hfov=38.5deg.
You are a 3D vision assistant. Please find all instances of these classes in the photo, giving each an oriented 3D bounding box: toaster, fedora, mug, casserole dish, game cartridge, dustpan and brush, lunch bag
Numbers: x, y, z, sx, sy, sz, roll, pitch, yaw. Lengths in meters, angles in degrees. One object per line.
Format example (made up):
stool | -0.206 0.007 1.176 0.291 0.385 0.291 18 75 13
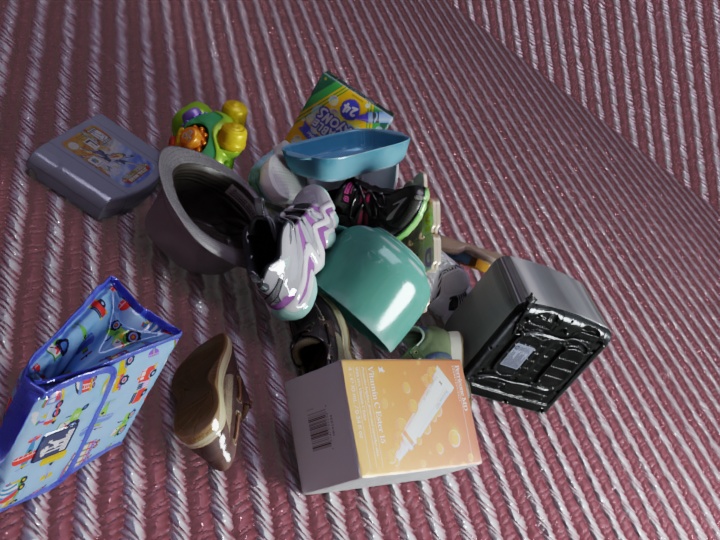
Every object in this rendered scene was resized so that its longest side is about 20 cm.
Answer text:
toaster | 0.235 0.089 1.454 0.179 0.201 0.119 17 35 -29
fedora | -0.202 -0.060 1.308 0.199 0.090 0.178 13 46 -51
mug | 0.006 0.004 1.347 0.185 0.115 0.152 43 -7 -16
casserole dish | -0.019 -0.162 1.441 0.198 0.039 0.120 -20 27 -40
game cartridge | -0.337 -0.139 1.367 0.132 0.042 0.200 29 27 0
dustpan and brush | -0.012 -0.079 1.513 0.137 0.203 0.057 -1 4 7
lunch bag | -0.265 0.116 0.895 0.094 0.151 0.200 36 27 6

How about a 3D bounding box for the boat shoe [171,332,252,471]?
boat shoe | -0.153 0.140 1.096 0.072 0.072 0.200 56 6 -24

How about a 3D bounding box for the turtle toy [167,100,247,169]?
turtle toy | -0.220 -0.171 1.447 0.100 0.147 0.201 10 30 -13

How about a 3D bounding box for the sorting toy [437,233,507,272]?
sorting toy | 0.122 -0.039 1.627 0.183 0.037 0.199 20 4 31

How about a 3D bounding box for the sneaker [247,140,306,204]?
sneaker | -0.125 -0.121 1.460 0.074 0.082 0.200 49 14 -10

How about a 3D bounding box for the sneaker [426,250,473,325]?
sneaker | 0.121 0.021 1.527 0.200 0.075 0.115 52 3 -40

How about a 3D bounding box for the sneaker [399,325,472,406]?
sneaker | 0.091 0.142 1.363 0.089 0.068 0.201 16 32 -10

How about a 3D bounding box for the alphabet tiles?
alphabet tiles | 0.067 -0.032 1.458 0.014 0.200 0.199 4 77 -20

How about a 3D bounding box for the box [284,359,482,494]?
box | 0.027 0.171 1.146 0.198 0.097 0.126 4 69 -45

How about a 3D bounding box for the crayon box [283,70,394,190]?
crayon box | -0.051 -0.182 1.567 0.125 0.201 0.052 31 15 -3

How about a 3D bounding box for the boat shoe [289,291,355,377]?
boat shoe | -0.052 0.095 1.258 0.064 0.073 0.201 17 31 -39

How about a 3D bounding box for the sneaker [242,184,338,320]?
sneaker | -0.093 -0.055 1.270 0.140 0.077 0.202 53 35 -46

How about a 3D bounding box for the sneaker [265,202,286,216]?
sneaker | -0.093 -0.050 1.456 0.198 0.074 0.080 26 22 -16

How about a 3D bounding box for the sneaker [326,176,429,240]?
sneaker | 0.008 -0.085 1.408 0.084 0.198 0.078 38 57 -41
